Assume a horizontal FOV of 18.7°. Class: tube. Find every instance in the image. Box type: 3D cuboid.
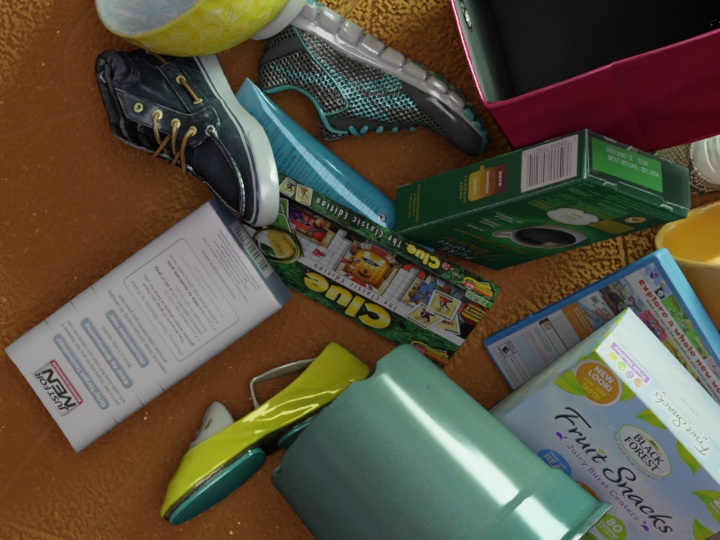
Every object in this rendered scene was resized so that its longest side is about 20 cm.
[{"bbox_3d":[-0.031,-0.063,1.727,0.199,0.050,0.078,36,109,-4],"label":"tube"}]

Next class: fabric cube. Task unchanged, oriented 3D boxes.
[{"bbox_3d":[0.178,-0.203,1.627,0.198,0.199,0.198,-17,71,11],"label":"fabric cube"}]

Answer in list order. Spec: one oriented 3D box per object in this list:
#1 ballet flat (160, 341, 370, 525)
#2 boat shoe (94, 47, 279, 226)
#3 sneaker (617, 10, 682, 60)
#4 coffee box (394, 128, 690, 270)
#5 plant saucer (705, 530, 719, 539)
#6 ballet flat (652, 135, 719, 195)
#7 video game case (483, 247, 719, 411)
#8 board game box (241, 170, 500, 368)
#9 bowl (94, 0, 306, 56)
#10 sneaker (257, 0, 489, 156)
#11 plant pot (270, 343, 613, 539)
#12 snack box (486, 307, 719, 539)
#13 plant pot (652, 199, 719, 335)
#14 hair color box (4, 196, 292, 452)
[{"bbox_3d":[-0.082,0.122,1.720,0.199,0.067,0.067,-32,72,-8],"label":"ballet flat"},{"bbox_3d":[-0.133,-0.100,1.657,0.090,0.201,0.071,-10,135,-24],"label":"boat shoe"},{"bbox_3d":[0.195,-0.144,1.743,0.081,0.075,0.201,31,86,4],"label":"sneaker"},{"bbox_3d":[0.134,-0.052,1.654,0.122,0.199,0.044,16,68,-40],"label":"coffee box"},{"bbox_3d":[0.269,0.237,1.689,0.035,0.200,0.200,40,86,14],"label":"plant saucer"},{"bbox_3d":[0.328,-0.103,1.751,0.198,0.075,0.068,-9,91,-6],"label":"ballet flat"},{"bbox_3d":[0.199,0.080,1.692,0.018,0.199,0.144,-34,93,-44],"label":"video game case"},{"bbox_3d":[0.000,0.000,1.706,0.199,0.105,0.024,27,55,-5],"label":"board game box"},{"bbox_3d":[-0.098,-0.238,1.673,0.107,0.200,0.201,34,86,-36],"label":"bowl"},{"bbox_3d":[0.006,-0.135,1.726,0.199,0.078,0.092,31,96,3],"label":"sneaker"},{"bbox_3d":[0.050,0.173,1.623,0.200,0.200,0.196,-43,82,-5],"label":"plant pot"},{"bbox_3d":[0.188,0.147,1.676,0.169,0.200,0.068,46,45,-2],"label":"snack box"},{"bbox_3d":[0.339,0.050,1.704,0.198,0.200,0.185,-13,106,-6],"label":"plant pot"},{"bbox_3d":[-0.162,0.041,1.683,0.199,0.061,0.099,-35,93,10],"label":"hair color box"}]
